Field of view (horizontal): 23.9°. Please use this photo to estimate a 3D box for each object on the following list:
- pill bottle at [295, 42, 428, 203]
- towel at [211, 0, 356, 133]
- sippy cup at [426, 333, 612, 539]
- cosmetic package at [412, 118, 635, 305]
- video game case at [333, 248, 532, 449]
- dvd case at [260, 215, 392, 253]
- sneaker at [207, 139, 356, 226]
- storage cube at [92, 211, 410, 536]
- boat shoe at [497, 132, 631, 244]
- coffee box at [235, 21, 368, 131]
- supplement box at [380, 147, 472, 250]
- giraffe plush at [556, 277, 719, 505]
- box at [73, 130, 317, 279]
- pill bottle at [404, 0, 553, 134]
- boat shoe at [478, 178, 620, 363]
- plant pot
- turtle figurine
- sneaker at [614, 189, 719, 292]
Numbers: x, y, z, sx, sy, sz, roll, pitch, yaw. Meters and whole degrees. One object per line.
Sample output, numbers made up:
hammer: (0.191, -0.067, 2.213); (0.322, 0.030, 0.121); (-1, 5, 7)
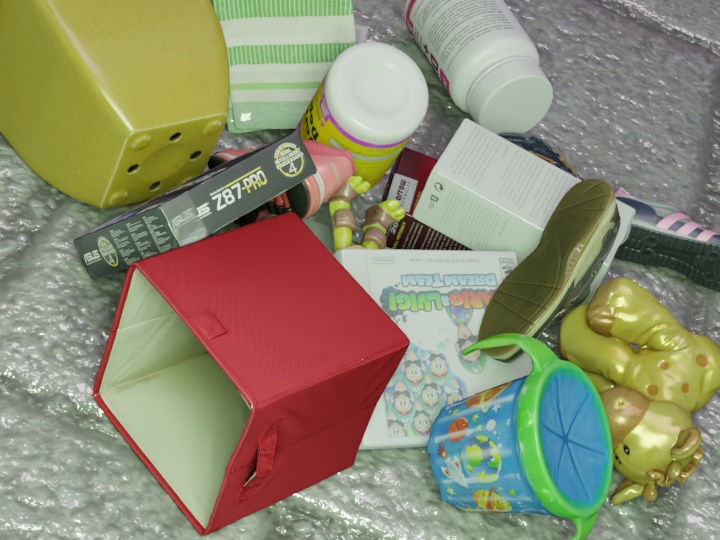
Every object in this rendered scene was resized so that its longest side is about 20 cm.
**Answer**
pill bottle: (-0.008, -0.139, 1.706); (0.103, 0.200, 0.105); (6, 67, -15)
towel: (-0.078, -0.238, 1.762); (0.151, 0.202, 0.023); (-2, 29, 7)
sippy cup: (0.135, 0.157, 1.501); (0.139, 0.129, 0.180); (34, 52, -43)
cosmetic package: (0.165, -0.058, 1.715); (0.199, 0.072, 0.102); (29, 45, 6)
video game case: (0.073, 0.071, 1.589); (0.198, 0.024, 0.184); (1, 75, -30)
dvd case: (-0.028, 0.016, 1.675); (0.198, 0.025, 0.151); (19, 41, -5)
sneaker: (-0.074, -0.090, 1.657); (0.086, 0.074, 0.199); (-29, 21, -29)
storage cube: (-0.096, 0.082, 1.458); (0.179, 0.172, 0.200); (-19, 55, -39)
boat shoe: (0.213, -0.095, 1.855); (0.199, 0.071, 0.091); (24, 39, 18)
coffee box: (-0.105, -0.232, 1.836); (0.198, 0.114, 0.080); (19, 40, -4)
supplement box: (0.117, -0.044, 1.779); (0.198, 0.061, 0.109); (20, 42, -3)
giraffe plush: (0.266, 0.130, 1.596); (0.198, 0.174, 0.163); (13, 50, 15)
box: (-0.153, -0.056, 1.554); (0.161, 0.199, 0.049); (-33, 100, -31)
pill bottle: (0.137, -0.253, 1.971); (0.112, 0.114, 0.201); (-4, 47, -28)
boat shoe: (0.187, 0.010, 1.609); (0.071, 0.066, 0.202); (20, 71, 47)
plant pot: (-0.236, -0.176, 1.668); (0.193, 0.196, 0.201); (-15, 61, -36)
turtle figurine: (0.000, 0.000, 1.636); (0.199, 0.064, 0.163); (25, 53, -18)
sneaker: (0.361, -0.039, 1.878); (0.198, 0.070, 0.083); (19, 45, -6)
